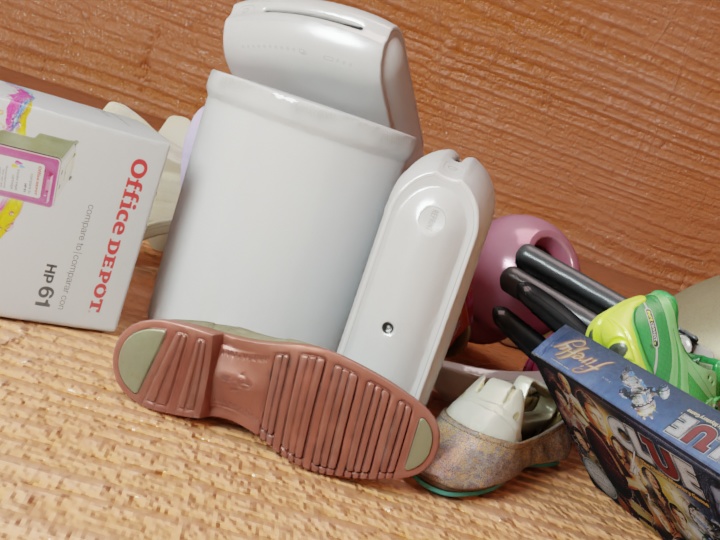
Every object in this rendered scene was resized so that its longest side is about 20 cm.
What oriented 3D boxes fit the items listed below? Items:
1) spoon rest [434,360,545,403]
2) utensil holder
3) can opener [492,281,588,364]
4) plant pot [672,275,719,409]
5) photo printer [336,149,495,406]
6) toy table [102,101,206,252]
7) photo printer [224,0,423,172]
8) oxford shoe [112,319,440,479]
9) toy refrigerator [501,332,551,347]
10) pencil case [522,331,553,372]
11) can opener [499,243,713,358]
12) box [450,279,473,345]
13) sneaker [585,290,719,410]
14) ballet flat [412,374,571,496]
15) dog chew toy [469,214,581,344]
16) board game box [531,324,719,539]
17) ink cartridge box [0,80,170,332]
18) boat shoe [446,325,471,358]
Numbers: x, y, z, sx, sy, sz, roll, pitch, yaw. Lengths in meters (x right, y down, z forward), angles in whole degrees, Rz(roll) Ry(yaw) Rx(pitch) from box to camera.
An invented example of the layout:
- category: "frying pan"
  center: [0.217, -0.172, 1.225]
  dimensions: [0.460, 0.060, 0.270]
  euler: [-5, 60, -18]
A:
- category: "spoon rest"
  center: [0.146, 0.102, 0.787]
  dimensions: [0.199, 0.061, 0.099]
  euler: [19, -3, -8]
- category: "utensil holder"
  center: [-0.067, -0.037, 0.754]
  dimensions: [0.169, 0.201, 0.170]
  euler: [19, 9, -3]
- category: "can opener"
  center: [0.182, 0.078, 0.738]
  dimensions: [0.200, 0.063, 0.079]
  euler: [31, 13, -19]
- category: "plant pot"
  center: [0.342, 0.091, 0.912]
  dimensions: [0.134, 0.201, 0.200]
  euler: [4, 9, 0]
- category: "photo printer"
  center: [0.039, 0.014, 0.665]
  dimensions: [0.069, 0.201, 0.166]
  euler: [20, 8, 7]
- category: "toy table"
  center: [-0.170, -0.074, 0.912]
  dimensions: [0.117, 0.201, 0.184]
  euler: [11, 40, 17]
- category: "photo printer"
  center: [-0.031, -0.164, 0.878]
  dimensions: [0.166, 0.070, 0.200]
  euler: [14, -27, 19]
- category: "oxford shoe"
  center: [-0.046, 0.069, 0.582]
  dimensions: [0.199, 0.071, 0.074]
  euler: [20, 6, 6]
- category: "toy refrigerator"
  center: [0.260, 0.069, 1.185]
  dimensions: [0.199, 0.076, 0.070]
  euler: [16, 10, -24]
- category: "pencil case"
  center: [0.213, 0.095, 0.912]
  dimensions: [0.094, 0.091, 0.200]
  euler: [31, 14, 15]
- category: "can opener"
  center: [0.215, 0.049, 0.838]
  dimensions: [0.200, 0.053, 0.067]
  euler: [33, -18, 14]
- category: "box"
  center: [0.000, 0.000, 0.884]
  dimensions: [0.200, 0.100, 0.095]
  euler: [24, 46, 32]
- category: "sneaker"
  center: [0.235, 0.103, 0.678]
  dimensions: [0.200, 0.083, 0.074]
  euler: [61, -12, -20]
- category: "ballet flat"
  center: [0.096, 0.105, 0.660]
  dimensions: [0.068, 0.067, 0.200]
  euler: [23, 10, 29]
- category: "dog chew toy"
  center: [0.132, 0.020, 0.988]
  dimensions: [0.124, 0.125, 0.200]
  euler: [14, -23, -29]
- category: "board game box"
  center: [0.196, 0.126, 0.596]
  dimensions: [0.136, 0.035, 0.200]
  euler: [61, -12, -26]
- category: "ink cartridge box"
  center: [-0.246, -0.051, 0.638]
  dimensions: [0.199, 0.145, 0.085]
  euler: [12, 12, -37]
- category: "boat shoe"
  center: [0.036, 0.028, 0.975]
  dimensions: [0.200, 0.074, 0.066]
  euler: [30, 10, 31]
